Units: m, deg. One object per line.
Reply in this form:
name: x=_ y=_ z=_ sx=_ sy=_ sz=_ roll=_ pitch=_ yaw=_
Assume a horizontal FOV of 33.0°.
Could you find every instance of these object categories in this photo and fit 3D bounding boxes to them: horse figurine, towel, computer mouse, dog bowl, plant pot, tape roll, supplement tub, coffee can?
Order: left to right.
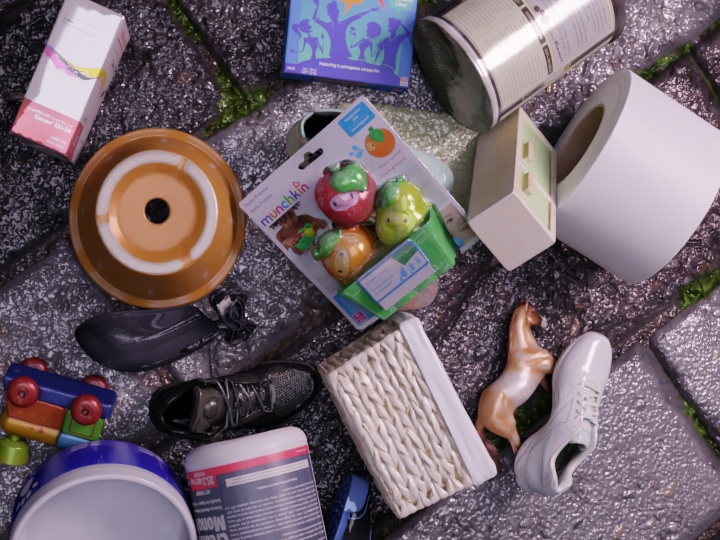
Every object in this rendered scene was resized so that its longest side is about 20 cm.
dog bowl: x=-0.278 y=0.288 z=1.310 sx=0.197 sy=0.079 sz=0.203 roll=-5 pitch=112 yaw=-13
plant pot: x=-0.216 y=-0.057 z=1.301 sx=0.197 sy=0.183 sz=0.204 roll=0 pitch=90 yaw=-10
computer mouse: x=-0.215 y=0.075 z=1.335 sx=0.197 sy=0.139 sz=0.053 roll=-9 pitch=68 yaw=-1
supplement tub: x=-0.109 y=0.282 z=1.329 sx=0.138 sy=0.140 sz=0.203 roll=-11 pitch=83 yaw=-9
towel: x=0.059 y=-0.120 z=1.422 sx=0.197 sy=0.036 sz=0.151 roll=7 pitch=88 yaw=-10
coffee can: x=0.178 y=-0.272 z=1.377 sx=0.199 sy=0.146 sz=0.147 roll=-36 pitch=96 yaw=-14
horse figurine: x=0.191 y=0.152 z=1.438 sx=0.132 sy=0.050 sz=0.201 roll=38 pitch=81 yaw=-15
tape roll: x=0.300 y=-0.106 z=1.381 sx=0.138 sy=0.203 sz=0.205 roll=30 pitch=85 yaw=-9

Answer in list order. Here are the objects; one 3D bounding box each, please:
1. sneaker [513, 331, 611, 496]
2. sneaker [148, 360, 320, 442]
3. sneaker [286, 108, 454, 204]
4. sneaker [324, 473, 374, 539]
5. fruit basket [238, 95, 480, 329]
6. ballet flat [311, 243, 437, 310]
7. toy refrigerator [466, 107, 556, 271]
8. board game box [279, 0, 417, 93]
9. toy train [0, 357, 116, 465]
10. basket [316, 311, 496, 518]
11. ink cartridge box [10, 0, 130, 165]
sneaker: x=0.249 y=0.168 z=1.397 sx=0.070 sy=0.080 sz=0.203 roll=27 pitch=81 yaw=-21
sneaker: x=-0.135 y=0.148 z=1.351 sx=0.196 sy=0.114 sz=0.078 roll=-7 pitch=93 yaw=-11
sneaker: x=0.016 y=-0.120 z=1.336 sx=0.197 sy=0.118 sz=0.075 roll=16 pitch=84 yaw=-6
sneaker: x=-0.007 y=0.336 z=1.398 sx=0.077 sy=0.070 sz=0.203 roll=13 pitch=94 yaw=-12
fruit basket: x=0.000 y=-0.051 z=1.283 sx=0.184 sy=0.094 sz=0.200 roll=-37 pitch=113 yaw=19
ballet flat: x=0.000 y=0.000 z=1.396 sx=0.197 sy=0.067 sz=0.069 roll=20 pitch=95 yaw=-9
toy refrigerator: x=0.171 y=-0.095 z=1.334 sx=0.070 sy=0.201 sz=0.076 roll=-33 pitch=112 yaw=27
board game box: x=-0.009 y=-0.316 z=1.406 sx=0.150 sy=0.045 sz=0.204 roll=5 pitch=88 yaw=-10
toy train: x=-0.377 y=0.159 z=1.331 sx=0.197 sy=0.085 sz=0.117 roll=17 pitch=100 yaw=-9
basket: x=0.046 y=0.163 z=1.371 sx=0.122 sy=0.136 sz=0.202 roll=-29 pitch=94 yaw=-6
ink cartridge box: x=-0.304 y=-0.223 z=1.320 sx=0.067 sy=0.116 sz=0.203 roll=22 pitch=87 yaw=-8
